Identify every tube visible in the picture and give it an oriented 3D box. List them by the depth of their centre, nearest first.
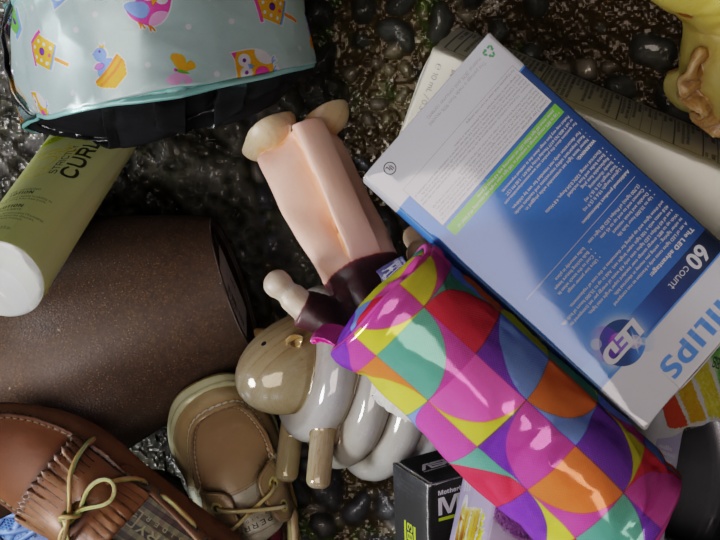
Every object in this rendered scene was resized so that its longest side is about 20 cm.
[{"bbox_3d":[-0.186,-0.047,0.918,0.058,0.200,0.052,28,122,-7],"label":"tube"}]

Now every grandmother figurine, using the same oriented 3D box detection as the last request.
[{"bbox_3d":[0.000,0.000,0.862,0.201,0.121,0.061,61,152,16],"label":"grandmother figurine"}]

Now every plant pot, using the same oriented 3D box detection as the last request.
[{"bbox_3d":[-0.172,0.042,0.961,0.199,0.187,0.188,-18,102,4],"label":"plant pot"}]

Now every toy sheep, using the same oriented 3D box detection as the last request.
[{"bbox_3d":[0.016,0.071,0.940,0.199,0.138,0.139,8,111,-27],"label":"toy sheep"}]

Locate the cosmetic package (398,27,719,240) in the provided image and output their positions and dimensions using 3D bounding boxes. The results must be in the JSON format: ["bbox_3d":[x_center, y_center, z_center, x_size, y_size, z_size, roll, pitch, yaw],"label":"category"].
[{"bbox_3d":[0.126,-0.062,0.893,0.199,0.103,0.088,24,109,7],"label":"cosmetic package"}]

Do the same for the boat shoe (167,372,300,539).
[{"bbox_3d":[-0.072,0.148,0.972,0.074,0.066,0.201,-24,136,-9],"label":"boat shoe"}]

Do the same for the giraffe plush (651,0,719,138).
[{"bbox_3d":[0.221,-0.150,0.832,0.199,0.173,0.163,-25,121,7],"label":"giraffe plush"}]

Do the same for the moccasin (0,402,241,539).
[{"bbox_3d":[-0.151,0.146,0.879,0.201,0.078,0.074,42,93,-19],"label":"moccasin"}]

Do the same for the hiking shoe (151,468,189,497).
[{"bbox_3d":[-0.141,0.206,0.989,0.075,0.101,0.200,-9,142,-1],"label":"hiking shoe"}]

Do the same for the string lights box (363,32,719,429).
[{"bbox_3d":[0.108,-0.020,0.810,0.200,0.059,0.103,42,90,-1],"label":"string lights box"}]

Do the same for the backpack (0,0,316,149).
[{"bbox_3d":[-0.117,-0.146,0.851,0.175,0.200,0.154,-10,104,-12],"label":"backpack"}]

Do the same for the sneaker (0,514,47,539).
[{"bbox_3d":[-0.268,0.152,1.055,0.076,0.077,0.200,-39,96,18],"label":"sneaker"}]

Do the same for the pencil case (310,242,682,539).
[{"bbox_3d":[0.074,0.074,0.784,0.200,0.088,0.088,42,110,-3],"label":"pencil case"}]

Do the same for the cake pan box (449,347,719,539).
[{"bbox_3d":[0.158,0.114,0.882,0.199,0.052,0.185,21,75,-21],"label":"cake pan box"}]

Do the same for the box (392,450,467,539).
[{"bbox_3d":[0.116,0.191,0.938,0.199,0.047,0.194,-12,107,-27],"label":"box"}]
